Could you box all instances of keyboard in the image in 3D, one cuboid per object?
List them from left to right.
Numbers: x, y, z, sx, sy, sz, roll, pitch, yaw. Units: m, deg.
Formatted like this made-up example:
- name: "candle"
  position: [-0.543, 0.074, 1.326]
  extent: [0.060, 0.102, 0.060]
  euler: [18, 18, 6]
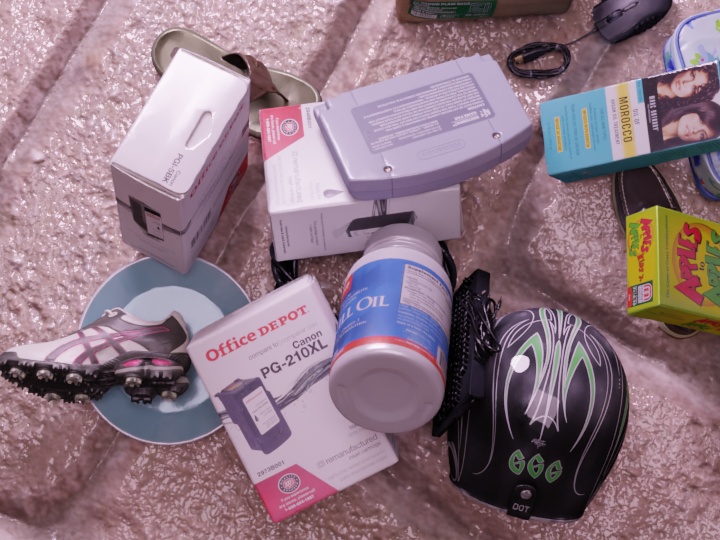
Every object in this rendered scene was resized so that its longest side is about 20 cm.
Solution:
- name: "keyboard"
  position: [0.095, 0.063, 1.463]
  extent: [0.039, 0.201, 0.104]
  euler: [31, 124, -17]

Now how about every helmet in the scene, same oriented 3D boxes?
- name: "helmet"
  position: [0.177, 0.135, 1.490]
  extent: [0.197, 0.200, 0.193]
  euler: [14, 97, 3]

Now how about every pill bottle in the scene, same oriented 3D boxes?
- name: "pill bottle"
  position: [0.033, 0.050, 1.452]
  extent: [0.111, 0.113, 0.201]
  euler: [7, 40, 1]

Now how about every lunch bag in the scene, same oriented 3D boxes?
- name: "lunch bag"
  position: [0.412, -0.181, 1.588]
  extent: [0.159, 0.082, 0.203]
  euler: [-14, 80, -3]

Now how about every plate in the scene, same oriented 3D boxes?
- name: "plate"
  position: [-0.200, 0.083, 1.573]
  extent: [0.197, 0.026, 0.203]
  euler: [0, 79, 1]

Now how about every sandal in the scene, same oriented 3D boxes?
- name: "sandal"
  position: [-0.138, -0.201, 1.605]
  extent: [0.199, 0.057, 0.081]
  euler: [24, 81, 4]

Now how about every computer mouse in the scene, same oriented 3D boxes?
- name: "computer mouse"
  position: [0.251, -0.264, 1.627]
  extent: [0.198, 0.034, 0.059]
  euler: [-28, 82, -4]

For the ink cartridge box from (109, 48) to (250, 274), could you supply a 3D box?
- name: "ink cartridge box"
  position: [-0.178, -0.107, 1.505]
  extent: [0.082, 0.200, 0.148]
  euler: [26, 69, 5]

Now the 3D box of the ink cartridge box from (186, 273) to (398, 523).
- name: "ink cartridge box"
  position: [-0.068, 0.126, 1.505]
  extent: [0.143, 0.084, 0.202]
  euler: [-27, 95, 3]

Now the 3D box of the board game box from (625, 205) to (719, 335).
- name: "board game box"
  position: [0.359, 0.009, 1.518]
  extent: [0.198, 0.047, 0.103]
  euler: [13, 71, -31]

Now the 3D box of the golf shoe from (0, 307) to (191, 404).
- name: "golf shoe"
  position: [-0.271, 0.087, 1.534]
  extent: [0.197, 0.077, 0.089]
  euler: [2, 60, -2]

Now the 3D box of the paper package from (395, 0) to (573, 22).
- name: "paper package"
  position: [0.134, -0.372, 1.612]
  extent: [0.197, 0.104, 0.193]
  euler: [-2, 80, -1]

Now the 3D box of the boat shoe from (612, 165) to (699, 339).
- name: "boat shoe"
  position: [0.320, -0.030, 1.570]
  extent: [0.072, 0.065, 0.202]
  euler: [-20, 80, -2]

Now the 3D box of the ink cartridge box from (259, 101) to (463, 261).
- name: "ink cartridge box"
  position: [0.001, -0.101, 1.550]
  extent: [0.197, 0.084, 0.146]
  euler: [-7, 53, -2]

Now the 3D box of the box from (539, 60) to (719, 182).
- name: "box"
  position: [0.289, -0.152, 1.554]
  extent: [0.198, 0.049, 0.084]
  euler: [-11, 78, 29]

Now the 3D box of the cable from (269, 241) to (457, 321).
- name: "cable"
  position: [0.000, 0.000, 1.574]
  extent: [0.198, 0.051, 0.165]
  euler: [23, 81, 5]

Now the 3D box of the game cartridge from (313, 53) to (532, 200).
- name: "game cartridge"
  position: [0.065, -0.142, 1.502]
  extent: [0.198, 0.041, 0.134]
  euler: [-17, 51, -10]
